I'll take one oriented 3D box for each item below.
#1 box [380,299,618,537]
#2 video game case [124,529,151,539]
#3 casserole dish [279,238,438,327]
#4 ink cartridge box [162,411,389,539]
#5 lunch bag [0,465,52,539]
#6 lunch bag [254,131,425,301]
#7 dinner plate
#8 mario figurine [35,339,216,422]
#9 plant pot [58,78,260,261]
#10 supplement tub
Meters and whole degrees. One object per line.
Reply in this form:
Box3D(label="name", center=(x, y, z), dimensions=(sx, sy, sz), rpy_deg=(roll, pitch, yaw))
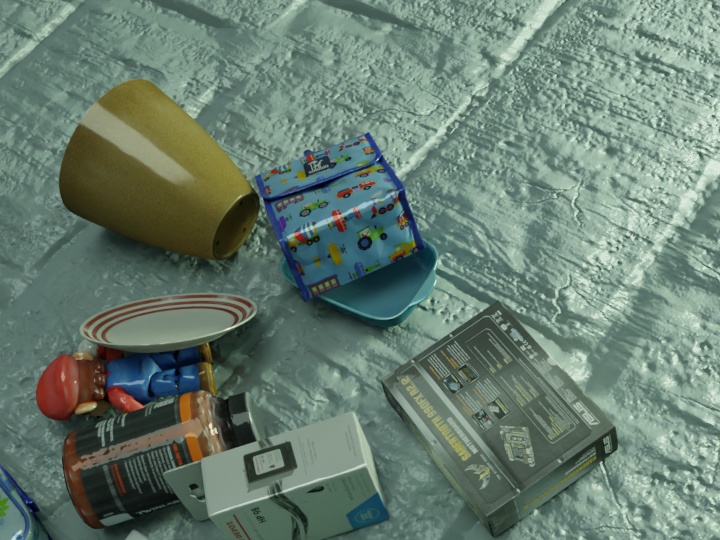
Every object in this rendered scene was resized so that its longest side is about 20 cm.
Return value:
Box3D(label="box", center=(0.138, 0.145, 1.223), dimensions=(0.158, 0.049, 0.200), rpy_deg=(-33, 52, -10))
Box3D(label="video game case", center=(-0.202, 0.371, 1.162), dimensions=(0.199, 0.024, 0.183), rpy_deg=(23, 63, 29))
Box3D(label="casserole dish", center=(0.000, 0.000, 1.381), dimensions=(0.199, 0.039, 0.121), rpy_deg=(23, 62, 28))
Box3D(label="ink cartridge box", center=(-0.081, 0.221, 1.184), dimensions=(0.198, 0.116, 0.067), rpy_deg=(-18, 51, 2))
Box3D(label="lunch bag", center=(-0.423, 0.273, 1.261), dimensions=(0.161, 0.083, 0.200), rpy_deg=(-41, 54, -16))
Box3D(label="lunch bag", center=(-0.032, -0.081, 1.387), dimensions=(0.149, 0.095, 0.201), rpy_deg=(-23, 38, -2))
Box3D(label="dinner plate", center=(-0.212, 0.061, 1.345), dimensions=(0.198, 0.025, 0.200), rpy_deg=(-6, 14, 2))
Box3D(label="mario figurine", center=(-0.261, 0.131, 1.347), dimensions=(0.198, 0.107, 0.124), rpy_deg=(-8, 14, -4))
Box3D(label="plant pot", center=(-0.226, -0.101, 1.447), dimensions=(0.199, 0.187, 0.187), rpy_deg=(32, 66, 19))
Box3D(label="supplement tub", center=(-0.199, 0.189, 1.247), dimensions=(0.198, 0.107, 0.108), rpy_deg=(-18, 51, 2))
